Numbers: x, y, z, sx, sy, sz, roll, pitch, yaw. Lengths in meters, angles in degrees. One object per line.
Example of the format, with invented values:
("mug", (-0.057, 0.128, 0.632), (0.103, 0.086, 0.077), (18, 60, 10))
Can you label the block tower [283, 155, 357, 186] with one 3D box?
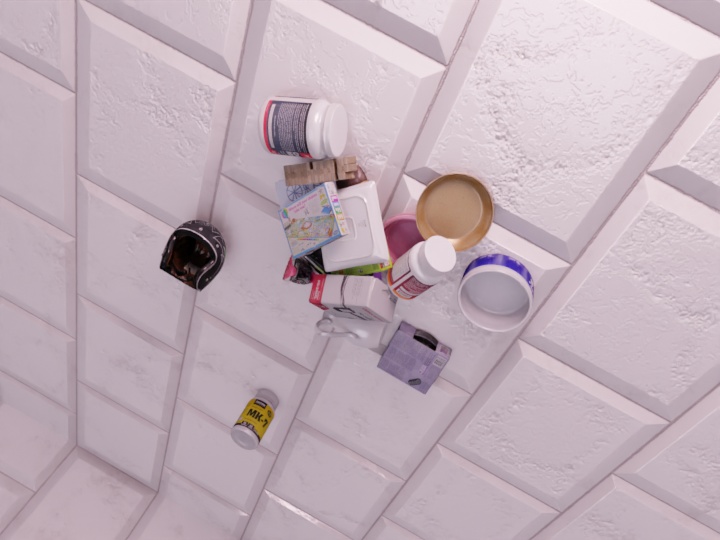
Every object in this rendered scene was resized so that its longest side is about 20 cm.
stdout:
("block tower", (-0.106, -0.250, 1.470), (0.195, 0.057, 0.056), (-3, 99, 29))

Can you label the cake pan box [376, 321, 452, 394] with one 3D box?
("cake pan box", (0.165, 0.271, 1.794), (0.181, 0.053, 0.203), (26, 130, 2))

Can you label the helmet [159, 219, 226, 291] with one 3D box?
("helmet", (-0.502, -0.054, 1.769), (0.196, 0.194, 0.200), (27, 169, 6))

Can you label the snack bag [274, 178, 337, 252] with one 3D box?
("snack bag", (-0.131, -0.159, 1.545), (0.184, 0.021, 0.206), (-10, 96, 28))

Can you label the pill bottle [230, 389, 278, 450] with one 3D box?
("pill bottle", (-0.384, 0.544, 2.133), (0.111, 0.202, 0.117), (11, 129, 15))

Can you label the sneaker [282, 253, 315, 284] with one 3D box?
("sneaker", (-0.175, 0.001, 1.684), (0.073, 0.200, 0.083), (22, 92, 4))

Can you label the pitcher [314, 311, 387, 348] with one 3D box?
("pitcher", (-0.029, 0.168, 1.727), (0.195, 0.172, 0.124), (20, 124, 10))

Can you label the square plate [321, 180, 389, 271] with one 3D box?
("square plate", (-0.033, -0.108, 1.476), (0.193, 0.028, 0.206), (-9, 96, 30))

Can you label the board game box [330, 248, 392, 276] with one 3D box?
("board game box", (-0.009, -0.040, 1.552), (0.197, 0.047, 0.105), (-11, 95, 47))

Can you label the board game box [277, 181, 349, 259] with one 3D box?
("board game box", (-0.123, -0.125, 1.486), (0.197, 0.034, 0.138), (-21, 87, 42))

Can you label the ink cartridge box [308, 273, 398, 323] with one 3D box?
("ink cartridge box", (-0.018, 0.075, 1.562), (0.196, 0.086, 0.145), (3, 161, 35))

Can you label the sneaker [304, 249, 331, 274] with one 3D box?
("sneaker", (-0.143, -0.042, 1.694), (0.200, 0.072, 0.083), (47, 152, 1))

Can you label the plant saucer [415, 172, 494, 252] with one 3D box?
("plant saucer", (0.233, -0.147, 1.447), (0.194, 0.036, 0.206), (1, 113, 2))

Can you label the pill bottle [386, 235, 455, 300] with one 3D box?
("pill bottle", (0.153, -0.006, 1.464), (0.109, 0.111, 0.200), (39, 149, -7))

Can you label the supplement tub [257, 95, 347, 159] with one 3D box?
("supplement tub", (-0.142, -0.352, 1.429), (0.194, 0.141, 0.144), (9, 127, 18))

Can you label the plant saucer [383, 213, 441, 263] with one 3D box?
("plant saucer", (0.139, -0.068, 1.565), (0.195, 0.051, 0.205), (12, 127, 15))

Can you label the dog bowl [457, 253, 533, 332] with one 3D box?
("dog bowl", (0.360, 0.060, 1.539), (0.194, 0.079, 0.204), (12, 128, 15))

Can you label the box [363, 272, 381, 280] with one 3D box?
("box", (0.000, 0.000, 1.649), (0.135, 0.039, 0.205), (29, 135, 37))

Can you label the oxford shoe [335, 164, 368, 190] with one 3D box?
("oxford shoe", (-0.062, -0.216, 1.550), (0.197, 0.071, 0.074), (-24, 93, 30))
